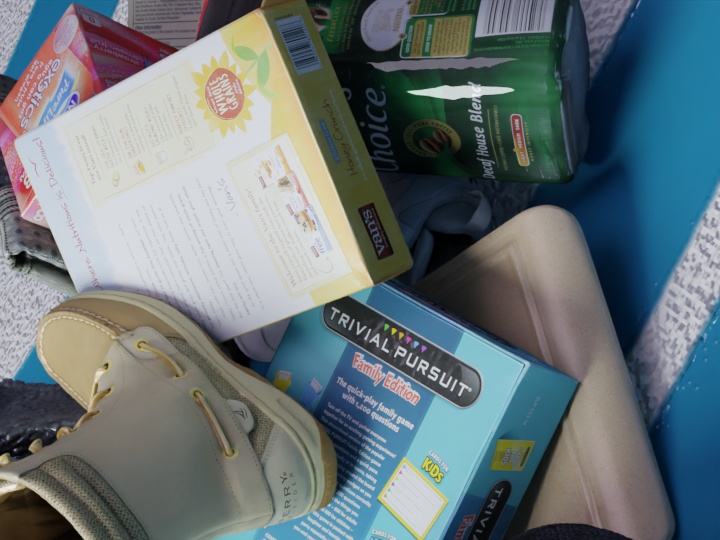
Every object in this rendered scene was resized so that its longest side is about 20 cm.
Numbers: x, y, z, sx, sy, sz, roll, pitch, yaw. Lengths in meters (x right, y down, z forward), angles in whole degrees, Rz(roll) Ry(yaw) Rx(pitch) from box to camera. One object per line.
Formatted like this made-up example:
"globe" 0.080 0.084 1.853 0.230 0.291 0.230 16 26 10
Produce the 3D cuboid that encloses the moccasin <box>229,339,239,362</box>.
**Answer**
"moccasin" -0.132 0.018 1.234 0.074 0.078 0.202 -45 46 32

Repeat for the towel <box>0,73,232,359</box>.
"towel" -0.147 -0.030 1.179 0.035 0.200 0.193 -50 36 23

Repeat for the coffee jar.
"coffee jar" 0.016 -0.098 0.994 0.200 0.104 0.085 2 55 15

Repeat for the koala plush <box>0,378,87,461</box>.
"koala plush" -0.180 0.177 1.041 0.177 0.183 0.200 -75 -16 -62

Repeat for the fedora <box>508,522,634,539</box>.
"fedora" 0.084 0.176 0.840 0.200 0.201 0.092 -26 20 45

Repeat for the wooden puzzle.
"wooden puzzle" 0.057 0.089 0.968 0.200 0.037 0.185 -32 62 34

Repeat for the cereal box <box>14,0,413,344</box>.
"cereal box" -0.080 -0.036 0.967 0.200 0.040 0.144 -20 93 41

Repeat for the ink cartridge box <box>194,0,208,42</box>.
"ink cartridge box" -0.027 -0.209 1.070 0.200 0.050 0.161 -13 55 37

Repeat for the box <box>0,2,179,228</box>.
"box" -0.105 -0.062 1.135 0.095 0.200 0.103 -50 41 22

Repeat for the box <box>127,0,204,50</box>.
"box" -0.097 -0.239 1.257 0.095 0.078 0.200 7 97 43

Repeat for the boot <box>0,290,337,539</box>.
"boot" -0.131 0.083 0.920 0.200 0.155 0.073 31 128 34

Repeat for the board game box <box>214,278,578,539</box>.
"board game box" 0.001 0.110 0.946 0.151 0.047 0.200 30 95 42

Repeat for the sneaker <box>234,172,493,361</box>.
"sneaker" 0.000 0.000 1.072 0.200 0.075 0.115 -49 38 22
